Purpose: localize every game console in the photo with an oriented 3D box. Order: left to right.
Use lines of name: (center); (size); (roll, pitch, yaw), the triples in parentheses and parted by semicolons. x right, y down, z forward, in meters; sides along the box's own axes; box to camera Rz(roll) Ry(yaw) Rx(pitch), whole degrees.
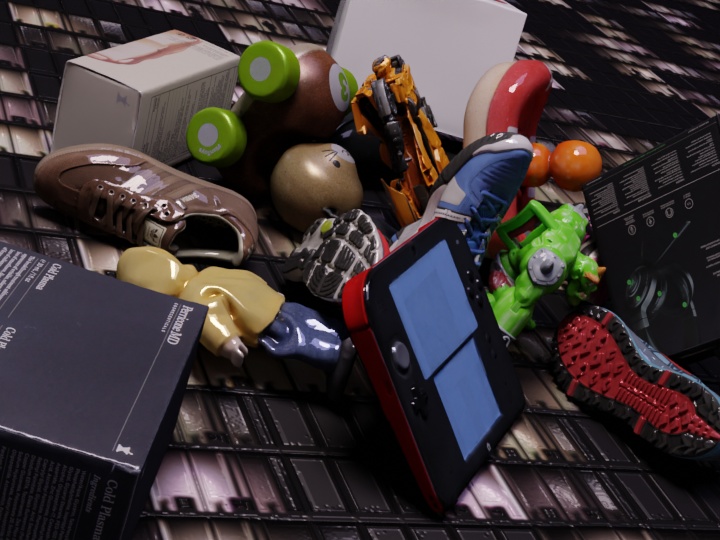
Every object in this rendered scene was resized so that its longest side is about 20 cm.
game console: (0.062, 0.062, 0.980); (0.178, 0.031, 0.200); (65, 30, -6)

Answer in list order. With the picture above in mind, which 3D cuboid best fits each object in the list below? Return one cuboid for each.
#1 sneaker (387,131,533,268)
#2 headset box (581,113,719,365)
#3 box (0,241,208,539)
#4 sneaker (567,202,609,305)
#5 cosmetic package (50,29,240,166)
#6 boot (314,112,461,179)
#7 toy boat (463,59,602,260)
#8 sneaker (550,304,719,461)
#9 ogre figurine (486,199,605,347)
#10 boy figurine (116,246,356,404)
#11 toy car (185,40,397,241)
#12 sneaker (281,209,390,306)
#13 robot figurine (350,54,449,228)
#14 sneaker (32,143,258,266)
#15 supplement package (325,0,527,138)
sneaker: (0.090, -0.032, 1.130); (0.075, 0.201, 0.077); (13, 35, -35)
headset box: (0.313, -0.015, 1.190); (0.092, 0.174, 0.202); (-1, 72, -37)
box: (-0.206, 0.081, 0.791); (0.181, 0.105, 0.200); (17, 26, -2)
sneaker: (0.233, -0.023, 1.346); (0.087, 0.074, 0.200); (27, 21, 15)
cosmetic package: (-0.207, -0.163, 1.277); (0.087, 0.104, 0.200); (24, 24, 14)
boot: (0.061, -0.105, 1.393); (0.162, 0.074, 0.198); (37, 30, 27)
toy boat: (0.173, -0.106, 1.286); (0.129, 0.202, 0.130); (1, 2, 18)
sneaker: (0.245, 0.106, 1.123); (0.095, 0.080, 0.200); (27, 12, -46)
ogre figurine: (0.147, 0.007, 1.153); (0.098, 0.120, 0.199); (50, 32, 17)
boy figurine: (-0.097, 0.038, 0.999); (0.198, 0.065, 0.125); (18, 22, -2)
toy car: (-0.035, -0.100, 1.239); (0.200, 0.158, 0.164); (47, 16, 17)
sneaker: (0.000, 0.000, 1.076); (0.085, 0.077, 0.200); (33, -2, -15)
robot figurine: (0.046, -0.107, 1.249); (0.058, 0.201, 0.145); (-18, 17, 17)
sneaker: (-0.181, -0.054, 1.115); (0.198, 0.071, 0.076); (12, 27, -15)
supplement package: (0.064, -0.252, 1.452); (0.189, 0.148, 0.200); (15, 15, -6)
